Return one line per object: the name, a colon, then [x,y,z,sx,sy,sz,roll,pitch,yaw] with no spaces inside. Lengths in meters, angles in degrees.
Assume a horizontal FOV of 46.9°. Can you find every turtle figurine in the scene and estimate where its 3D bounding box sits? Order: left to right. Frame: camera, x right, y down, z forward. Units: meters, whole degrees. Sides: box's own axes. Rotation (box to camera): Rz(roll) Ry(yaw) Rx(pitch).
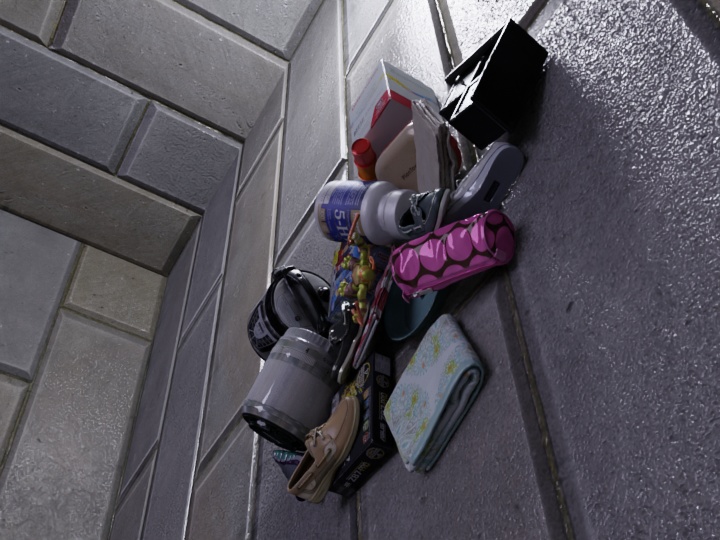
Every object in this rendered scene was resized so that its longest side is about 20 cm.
turtle figurine: [0.000,0.000,1.531,0.161,0.063,0.203,170,95,-79]

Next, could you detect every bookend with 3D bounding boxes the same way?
bookend: [0.199,-0.287,1.412,0.200,0.092,0.200,-33,25,56]

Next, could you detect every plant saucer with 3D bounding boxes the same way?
plant saucer: [0.106,0.032,1.444,0.201,0.036,0.201,-52,24,35]

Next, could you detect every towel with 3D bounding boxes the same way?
towel: [0.029,0.063,1.515,0.201,0.022,0.145,-69,0,-47]
towel: [0.107,0.184,1.266,0.202,0.048,0.172,-61,22,15]
towel: [0.127,-0.186,1.434,0.133,0.034,0.202,-115,14,-52]

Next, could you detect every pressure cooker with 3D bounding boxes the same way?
pressure cooker: [-0.138,0.095,1.771,0.200,0.174,0.180,-46,24,50]

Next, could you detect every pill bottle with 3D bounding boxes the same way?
pill bottle: [0.019,-0.110,1.577,0.198,0.119,0.121,6,71,43]

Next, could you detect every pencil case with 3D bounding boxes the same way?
pencil case: [0.143,-0.020,1.283,0.199,0.091,0.095,-26,38,38]

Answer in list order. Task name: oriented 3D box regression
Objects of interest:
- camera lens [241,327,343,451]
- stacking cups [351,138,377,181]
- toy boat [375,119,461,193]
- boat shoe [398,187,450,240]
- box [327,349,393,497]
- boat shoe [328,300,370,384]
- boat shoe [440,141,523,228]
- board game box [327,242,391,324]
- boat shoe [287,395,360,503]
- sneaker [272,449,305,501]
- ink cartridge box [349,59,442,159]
camera lens: [-0.124,0.233,1.600,0.160,0.159,0.202,-22,37,62]
stacking cups: [0.020,-0.185,1.676,0.060,0.201,0.061,-9,57,14]
toy boat: [0.121,-0.215,1.591,0.131,0.131,0.200,-44,2,-42]
boat shoe: [0.102,-0.092,1.366,0.200,0.061,0.074,115,175,-78]
box: [0.001,0.264,1.444,0.162,0.049,0.202,-55,22,38]
boat shoe: [-0.031,0.133,1.561,0.201,0.067,0.072,-73,-7,-48]
boat shoe: [0.184,-0.126,1.364,0.203,0.074,0.086,-59,22,13]
board game box: [0.011,-0.015,1.695,0.200,0.061,0.202,-46,28,41]
boat shoe: [-0.061,0.299,1.401,0.202,0.064,0.071,-66,19,8]
sneaker: [-0.127,0.395,1.598,0.200,0.073,0.089,160,120,-66]
ink cartridge box: [0.073,-0.315,1.738,0.146,0.143,0.201,-54,24,29]
